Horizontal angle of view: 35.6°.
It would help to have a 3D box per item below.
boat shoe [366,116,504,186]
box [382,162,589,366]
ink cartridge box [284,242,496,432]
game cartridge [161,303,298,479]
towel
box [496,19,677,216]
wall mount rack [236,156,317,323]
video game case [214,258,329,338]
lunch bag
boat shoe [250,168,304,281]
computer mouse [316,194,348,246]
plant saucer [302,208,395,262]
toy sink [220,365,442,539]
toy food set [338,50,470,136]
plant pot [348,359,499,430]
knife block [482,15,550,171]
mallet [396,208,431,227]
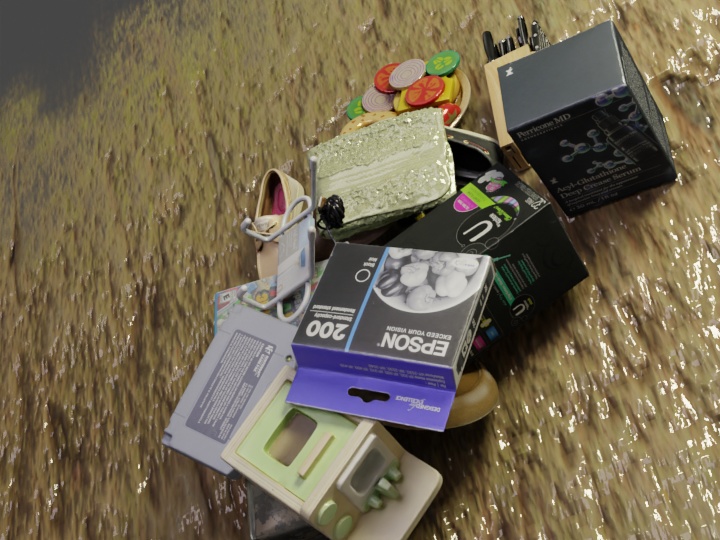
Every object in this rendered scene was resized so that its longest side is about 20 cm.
[{"bbox_3d":[0.093,-0.160,1.515,0.200,0.074,0.063,12,30,13],"label":"boat shoe"},{"bbox_3d":[0.142,-0.007,1.353,0.200,0.125,0.149,-36,31,-1],"label":"box"},{"bbox_3d":[0.028,0.065,1.221,0.197,0.043,0.201,6,58,27],"label":"ink cartridge box"},{"bbox_3d":[-0.147,0.150,1.381,0.133,0.041,0.201,19,74,32],"label":"game cartridge"},{"bbox_3d":[0.026,-0.130,1.480,0.199,0.036,0.149,-17,66,16],"label":"towel"},{"bbox_3d":[0.276,-0.178,1.357,0.148,0.200,0.108,-20,52,24],"label":"box"},{"bbox_3d":[-0.089,-0.042,1.431,0.174,0.074,0.201,-36,41,36],"label":"wall mount rack"},{"bbox_3d":[-0.097,0.062,1.448,0.199,0.018,0.144,-16,50,14],"label":"video game case"},{"bbox_3d":[-0.055,0.232,1.381,0.163,0.118,0.201,-22,55,18],"label":"lunch bag"},{"bbox_3d":[-0.131,-0.061,1.656,0.073,0.069,0.201,-16,54,26],"label":"boat shoe"},{"bbox_3d":[0.000,0.000,1.384,0.044,0.110,0.201,-22,76,-9],"label":"computer mouse"},{"bbox_3d":[-0.011,-0.092,1.567,0.200,0.037,0.201,-28,27,16],"label":"plant saucer"},{"bbox_3d":[-0.032,0.216,1.236,0.199,0.112,0.131,29,75,33],"label":"toy sink"},{"bbox_3d":[0.066,-0.237,1.628,0.199,0.049,0.199,-11,46,26],"label":"toy food set"},{"bbox_3d":[0.066,0.128,1.331,0.200,0.199,0.028,24,121,42],"label":"plant pot"},{"bbox_3d":[0.206,-0.253,1.549,0.175,0.064,0.201,26,79,43],"label":"knife block"},{"bbox_3d":[0.092,-0.031,1.507,0.066,0.041,0.201,-29,53,15],"label":"mallet"}]
